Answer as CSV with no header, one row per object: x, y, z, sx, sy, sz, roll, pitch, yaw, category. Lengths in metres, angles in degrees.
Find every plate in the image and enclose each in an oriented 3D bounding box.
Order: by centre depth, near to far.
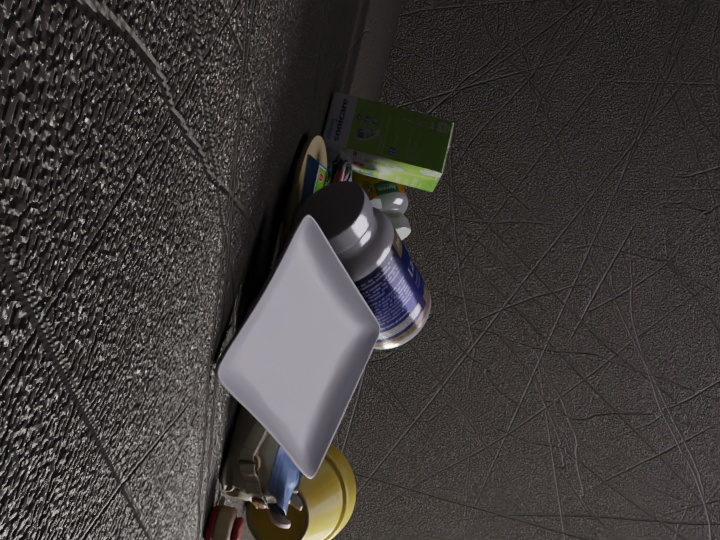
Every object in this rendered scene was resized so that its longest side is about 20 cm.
-0.062,0.080,0.752,0.201,0.032,0.202,57,48,-40,plate

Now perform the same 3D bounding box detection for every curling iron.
-0.043,-0.050,0.932,0.050,0.025,0.205,6,97,-81,curling iron

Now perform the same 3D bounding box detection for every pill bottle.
0.003,-0.005,0.872,0.201,0.113,0.118,57,37,-42,pill bottle
0.027,-0.153,1.366,0.113,0.110,0.204,103,-30,-71,pill bottle

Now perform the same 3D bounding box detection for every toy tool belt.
-0.107,0.249,0.886,0.126,0.120,0.204,103,1,-64,toy tool belt

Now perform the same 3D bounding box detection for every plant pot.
-0.125,0.438,1.363,0.188,0.196,0.206,6,99,-73,plant pot

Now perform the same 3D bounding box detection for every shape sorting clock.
-0.072,-0.073,0.927,0.200,0.038,0.205,14,89,-83,shape sorting clock

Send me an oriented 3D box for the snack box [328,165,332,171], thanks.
-0.063,-0.070,1.331,0.202,0.052,0.145,102,1,-52,snack box

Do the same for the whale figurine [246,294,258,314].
-0.074,0.082,0.825,0.200,0.101,0.163,51,49,-75,whale figurine

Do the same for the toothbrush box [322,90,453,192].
0.041,-0.205,1.161,0.146,0.195,0.088,104,1,-85,toothbrush box

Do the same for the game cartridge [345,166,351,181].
-0.048,-0.063,1.135,0.201,0.040,0.136,-64,150,-51,game cartridge

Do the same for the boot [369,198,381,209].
-0.002,-0.060,1.101,0.200,0.072,0.098,-22,109,-73,boot
